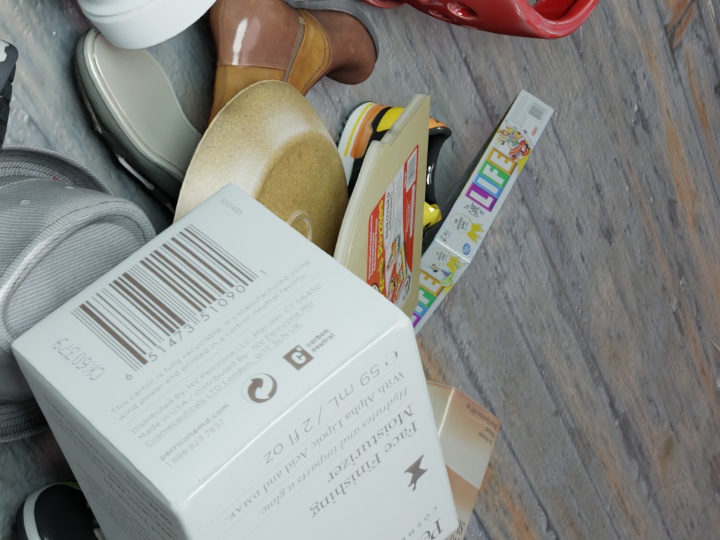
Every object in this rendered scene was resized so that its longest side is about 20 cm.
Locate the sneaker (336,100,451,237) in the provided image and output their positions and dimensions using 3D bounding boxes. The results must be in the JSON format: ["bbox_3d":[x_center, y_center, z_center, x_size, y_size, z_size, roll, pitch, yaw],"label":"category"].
[{"bbox_3d":[0.017,-0.031,1.302,0.070,0.089,0.202,15,87,-56],"label":"sneaker"}]

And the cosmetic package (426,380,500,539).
[{"bbox_3d":[0.035,0.197,1.394,0.103,0.087,0.202,36,70,-54],"label":"cosmetic package"}]

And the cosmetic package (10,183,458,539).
[{"bbox_3d":[-0.065,0.098,0.951,0.165,0.165,0.201,-38,140,-20],"label":"cosmetic package"}]

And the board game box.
[{"bbox_3d":[0.083,-0.041,1.353,0.200,0.034,0.135,-58,-179,-42],"label":"board game box"}]

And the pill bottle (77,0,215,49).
[{"bbox_3d":[-0.161,-0.230,0.951,0.200,0.113,0.114,53,56,-40],"label":"pill bottle"}]

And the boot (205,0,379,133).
[{"bbox_3d":[-0.049,-0.096,1.139,0.188,0.068,0.202,34,58,-64],"label":"boot"}]

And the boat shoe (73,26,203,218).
[{"bbox_3d":[-0.139,-0.083,1.098,0.200,0.057,0.067,49,43,-45],"label":"boat shoe"}]

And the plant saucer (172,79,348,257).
[{"bbox_3d":[-0.055,-0.021,1.079,0.200,0.035,0.202,-36,131,-55],"label":"plant saucer"}]

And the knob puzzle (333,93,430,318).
[{"bbox_3d":[0.000,0.000,1.125,0.220,0.030,0.222,13,90,-75],"label":"knob puzzle"}]

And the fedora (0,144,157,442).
[{"bbox_3d":[-0.189,0.013,0.986,0.199,0.090,0.179,-16,101,-47],"label":"fedora"}]

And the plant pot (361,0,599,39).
[{"bbox_3d":[0.080,-0.280,1.243,0.200,0.181,0.202,-19,114,-51],"label":"plant pot"}]

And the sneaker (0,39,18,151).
[{"bbox_3d":[-0.251,-0.072,0.918,0.201,0.082,0.072,-74,-176,-50],"label":"sneaker"}]

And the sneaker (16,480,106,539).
[{"bbox_3d":[-0.133,0.155,1.098,0.199,0.083,0.072,3,52,-46],"label":"sneaker"}]
